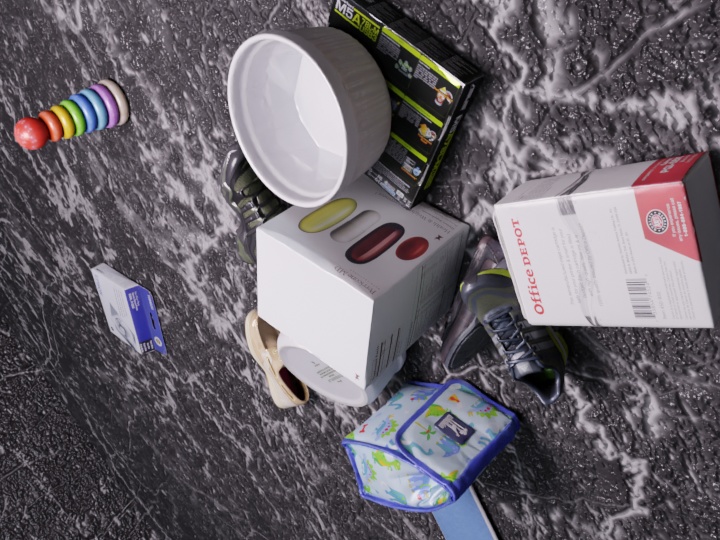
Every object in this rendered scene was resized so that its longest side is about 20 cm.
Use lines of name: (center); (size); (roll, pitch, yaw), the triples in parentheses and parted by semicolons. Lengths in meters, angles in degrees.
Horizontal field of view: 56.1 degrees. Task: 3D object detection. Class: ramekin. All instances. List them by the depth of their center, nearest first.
ramekin: (-0.055, -0.187, 0.798); (0.199, 0.105, 0.203); (26, 132, 33)
ramekin: (-0.037, 0.123, 1.025); (0.200, 0.095, 0.203); (25, 152, 15)

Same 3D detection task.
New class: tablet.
tablet: (0.172, 0.421, 1.142); (0.129, 0.014, 0.202); (-15, 105, 50)

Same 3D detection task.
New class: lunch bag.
lunch bag: (0.102, 0.246, 0.953); (0.198, 0.169, 0.129); (0, 115, 46)

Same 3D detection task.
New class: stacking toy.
stacking toy: (-0.516, -0.271, 1.200); (0.085, 0.199, 0.086); (25, 133, 30)

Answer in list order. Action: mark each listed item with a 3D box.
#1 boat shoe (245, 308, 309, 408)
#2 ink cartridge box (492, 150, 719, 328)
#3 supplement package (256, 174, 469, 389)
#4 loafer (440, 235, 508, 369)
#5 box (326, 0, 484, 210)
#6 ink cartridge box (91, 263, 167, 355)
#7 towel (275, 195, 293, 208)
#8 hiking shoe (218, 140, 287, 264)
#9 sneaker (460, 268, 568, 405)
boat shoe: (-0.146, 0.160, 1.242); (0.068, 0.074, 0.202); (-8, 112, 35)
ink cartridge box: (0.253, -0.025, 0.685); (0.198, 0.083, 0.149); (-2, 115, 46)
supplement package: (0.000, 0.000, 0.869); (0.190, 0.199, 0.149); (30, 135, 26)
loafer: (0.147, 0.043, 0.867); (0.063, 0.071, 0.202); (53, 139, 33)
box: (0.028, -0.206, 0.817); (0.200, 0.047, 0.194); (41, 137, 18)
ink cartridge box: (-0.561, 0.103, 1.639); (0.198, 0.040, 0.202); (23, 131, 33)
towel: (-0.107, -0.090, 1.005); (0.164, 0.085, 0.203); (25, 133, 32)
hiking shoe: (-0.127, -0.085, 0.921); (0.100, 0.076, 0.202); (20, 138, 27)
sneaker: (0.185, 0.076, 0.782); (0.073, 0.082, 0.200); (-32, 119, 28)
